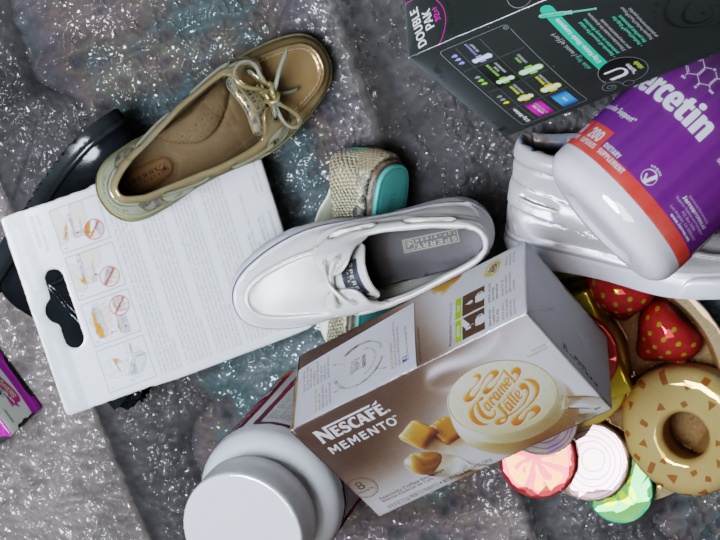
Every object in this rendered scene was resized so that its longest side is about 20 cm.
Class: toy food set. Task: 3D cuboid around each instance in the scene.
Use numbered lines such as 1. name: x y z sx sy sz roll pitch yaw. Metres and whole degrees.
1. toy food set: 0.179 0.090 1.511 0.197 0.049 0.201 -22 101 24

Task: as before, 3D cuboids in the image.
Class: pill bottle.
1. pill bottle: 0.230 -0.096 1.364 0.200 0.112 0.113 -43 92 -3
2. pill bottle: -0.053 0.152 1.528 0.109 0.200 0.110 6 111 17

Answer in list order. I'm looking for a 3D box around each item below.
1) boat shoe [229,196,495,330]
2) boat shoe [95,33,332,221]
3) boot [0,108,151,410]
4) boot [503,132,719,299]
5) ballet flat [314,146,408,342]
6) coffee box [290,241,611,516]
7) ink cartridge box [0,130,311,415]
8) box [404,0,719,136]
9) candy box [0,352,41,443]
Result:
1. boat shoe: 0.000 0.000 1.467 0.199 0.066 0.072 -12 101 5
2. boat shoe: -0.099 -0.102 1.481 0.200 0.063 0.073 -39 97 -12
3. boot: -0.184 -0.004 1.586 0.168 0.076 0.200 41 120 3
4. boot: 0.197 -0.043 1.443 0.199 0.074 0.096 9 118 17
5. ballet flat: -0.004 0.004 1.543 0.075 0.068 0.201 13 108 37
6. coffee box: 0.063 0.079 1.453 0.199 0.080 0.114 -27 125 24
7. ink cartridge box: -0.152 -0.001 1.536 0.199 0.047 0.161 -20 104 -12
8. box: 0.139 -0.203 1.336 0.199 0.149 0.124 -20 146 30
9. candy box: -0.382 0.118 1.707 0.200 0.061 0.137 -34 96 26
